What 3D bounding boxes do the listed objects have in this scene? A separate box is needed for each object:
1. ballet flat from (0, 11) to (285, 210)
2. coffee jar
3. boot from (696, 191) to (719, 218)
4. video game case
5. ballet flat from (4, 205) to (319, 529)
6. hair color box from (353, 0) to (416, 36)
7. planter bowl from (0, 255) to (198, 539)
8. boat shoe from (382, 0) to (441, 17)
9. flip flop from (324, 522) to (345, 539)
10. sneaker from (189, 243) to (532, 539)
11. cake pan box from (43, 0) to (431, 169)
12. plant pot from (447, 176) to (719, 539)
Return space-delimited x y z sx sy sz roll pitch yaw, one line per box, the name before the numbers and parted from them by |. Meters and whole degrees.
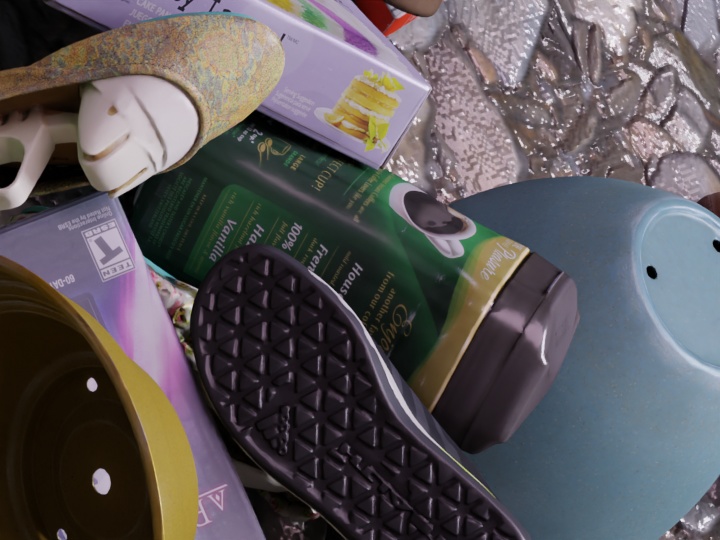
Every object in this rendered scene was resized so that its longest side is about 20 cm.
ballet flat | -0.127 -0.055 1.130 0.071 0.199 0.071 -10 90 -82
coffee jar | 0.000 0.000 1.222 0.199 0.086 0.104 30 20 6
boot | 0.270 0.051 1.512 0.186 0.064 0.201 16 53 -33
video game case | -0.128 0.081 1.117 0.142 0.019 0.201 -22 80 -17
ballet flat | -0.078 0.046 1.193 0.199 0.076 0.064 33 61 -20
hair color box | 0.066 -0.221 1.402 0.199 0.064 0.111 -34 90 -11
planter bowl | -0.123 0.087 1.040 0.083 0.200 0.201 -8 72 -51
boat shoe | -0.031 -0.204 1.328 0.199 0.076 0.072 31 12 4
flip flop | 0.013 0.137 1.227 0.058 0.081 0.201 45 37 -33
sneaker | 0.000 0.078 1.156 0.200 0.072 0.083 52 0 3
cake pan box | -0.080 -0.135 1.240 0.184 0.052 0.200 28 13 -29
plant pot | 0.121 0.034 1.331 0.199 0.135 0.201 21 53 -32
